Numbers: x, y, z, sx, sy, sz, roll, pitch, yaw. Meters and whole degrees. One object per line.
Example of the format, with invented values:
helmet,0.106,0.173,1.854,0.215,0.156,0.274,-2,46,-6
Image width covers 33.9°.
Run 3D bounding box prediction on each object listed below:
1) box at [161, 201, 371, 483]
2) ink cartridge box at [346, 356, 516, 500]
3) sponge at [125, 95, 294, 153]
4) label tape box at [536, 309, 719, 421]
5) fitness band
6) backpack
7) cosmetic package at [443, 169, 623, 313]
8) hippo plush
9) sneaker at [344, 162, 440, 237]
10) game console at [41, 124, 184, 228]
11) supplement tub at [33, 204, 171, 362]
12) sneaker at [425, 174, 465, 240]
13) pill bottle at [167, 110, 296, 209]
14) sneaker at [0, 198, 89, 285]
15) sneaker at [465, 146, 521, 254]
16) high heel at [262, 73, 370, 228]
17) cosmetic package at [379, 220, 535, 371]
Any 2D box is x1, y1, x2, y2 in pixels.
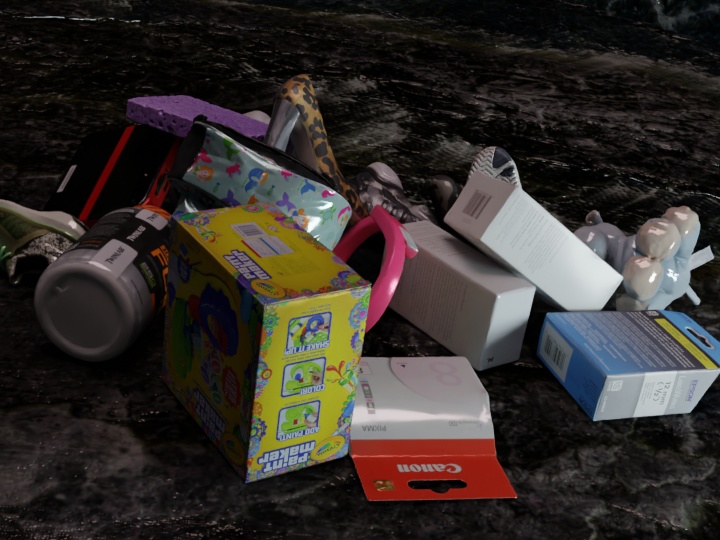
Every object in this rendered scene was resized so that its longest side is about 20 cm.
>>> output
box,-0.100,0.065,1.176,0.121,0.195,0.200,-10,30,-32
ink cartridge box,0.061,0.156,1.213,0.160,0.058,0.200,2,22,-16
sponge,-0.191,-0.186,1.510,0.198,0.030,0.111,22,20,31
label tape box,0.328,0.107,1.385,0.197,0.067,0.143,1,27,-23
fitness band,0.000,0.000,1.409,0.037,0.144,0.200,36,11,-23
backpack,-0.114,-0.070,1.339,0.198,0.152,0.178,20,-6,5
cosmetic package,0.210,-0.026,1.439,0.199,0.082,0.113,35,1,-27
hippo plush,0.355,-0.030,1.564,0.160,0.161,0.199,28,32,34
sneaker,0.030,-0.060,1.626,0.113,0.076,0.201,-23,54,-21
game console,-0.322,-0.121,1.552,0.175,0.031,0.201,-8,42,23
supplement tub,-0.271,0.006,1.324,0.121,0.124,0.200,12,26,7
sneaker,0.136,-0.093,1.605,0.078,0.076,0.200,-22,-14,4
pill bottle,-0.165,-0.151,1.611,0.197,0.112,0.111,-17,23,11
sneaker,-0.411,-0.027,1.412,0.198,0.077,0.089,6,52,27
sneaker,0.191,-0.068,1.566,0.078,0.202,0.130,-13,8,16
high heel,-0.037,-0.147,1.488,0.071,0.144,0.199,-10,-36,46
cosmetic package,0.111,0.026,1.435,0.071,0.103,0.199,-10,32,-37
